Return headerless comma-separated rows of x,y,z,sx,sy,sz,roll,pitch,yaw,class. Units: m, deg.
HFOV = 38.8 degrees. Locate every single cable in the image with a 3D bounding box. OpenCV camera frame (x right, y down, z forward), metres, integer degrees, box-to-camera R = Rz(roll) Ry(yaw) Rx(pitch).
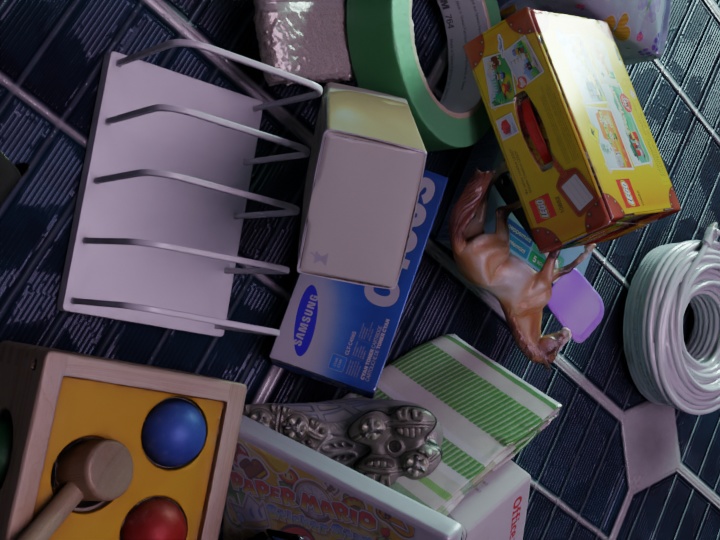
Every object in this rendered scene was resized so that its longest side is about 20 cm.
0.382,0.064,1.185,0.200,0.069,0.200,-37,113,-29,cable

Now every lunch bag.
0.233,-0.328,1.030,0.170,0.127,0.200,23,71,-37,lunch bag

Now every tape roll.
0.063,-0.207,0.914,0.200,0.048,0.201,3,86,-56,tape roll

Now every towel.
0.061,0.139,0.906,0.200,0.153,0.023,-33,142,-32,towel
-0.021,-0.223,0.863,0.200,0.034,0.133,-17,101,-53,towel

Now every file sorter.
-0.122,-0.055,0.767,0.139,0.124,0.200,13,84,-36,file sorter

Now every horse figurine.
0.144,-0.013,0.955,0.200,0.050,0.133,39,85,-27,horse figurine

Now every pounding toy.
-0.193,0.152,0.706,0.200,0.142,0.184,15,81,-37,pounding toy

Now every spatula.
0.183,-0.018,1.006,0.057,0.021,0.200,-43,115,-22,spatula

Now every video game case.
-0.023,0.222,0.770,0.023,0.200,0.182,-31,134,-48,video game case

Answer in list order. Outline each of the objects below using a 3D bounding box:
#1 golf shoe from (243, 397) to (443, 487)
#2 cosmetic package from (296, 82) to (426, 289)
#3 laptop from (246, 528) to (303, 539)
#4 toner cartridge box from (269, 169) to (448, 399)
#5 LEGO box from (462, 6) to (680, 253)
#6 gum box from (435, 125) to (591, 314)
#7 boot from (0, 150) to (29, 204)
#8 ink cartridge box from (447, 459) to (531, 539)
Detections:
-0.031,0.141,0.848,0.200,0.097,0.078,1,95,5,golf shoe
-0.002,-0.070,0.761,0.071,0.200,0.105,11,110,-6,cosmetic package
-0.058,0.291,0.740,0.177,0.200,0.103,57,17,2,laptop
0.000,0.000,0.882,0.095,0.043,0.200,18,77,3,toner cartridge box
0.194,-0.127,0.928,0.149,0.077,0.200,-9,77,-49,LEGO box
0.180,-0.080,1.043,0.170,0.045,0.200,31,74,-33,gum box
-0.323,-0.068,0.654,0.200,0.077,0.138,47,60,-43,boot
0.053,0.256,0.899,0.200,0.084,0.146,-32,139,-32,ink cartridge box
